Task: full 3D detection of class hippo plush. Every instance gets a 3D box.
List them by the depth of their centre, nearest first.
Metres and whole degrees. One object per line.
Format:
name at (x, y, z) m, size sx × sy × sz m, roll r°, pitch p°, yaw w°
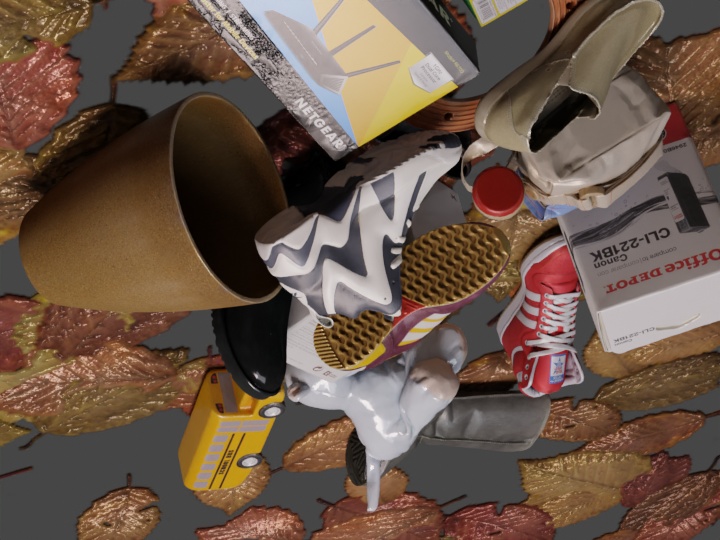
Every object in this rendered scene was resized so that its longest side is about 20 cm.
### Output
hippo plush at (0.002, 0.108, 1.941) m, size 0.161 × 0.159 × 0.200 m, roll 29°, pitch 116°, yaw -9°

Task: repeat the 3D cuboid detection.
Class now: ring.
ring at (0.103, -0.201, 1.566) m, size 0.200 × 0.019 × 0.201 m, roll -19°, pitch 141°, yaw -16°

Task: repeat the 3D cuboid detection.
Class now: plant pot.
plant pot at (-0.191, -0.037, 1.600) m, size 0.200 × 0.187 × 0.186 m, roll -17°, pitch 149°, yaw 27°

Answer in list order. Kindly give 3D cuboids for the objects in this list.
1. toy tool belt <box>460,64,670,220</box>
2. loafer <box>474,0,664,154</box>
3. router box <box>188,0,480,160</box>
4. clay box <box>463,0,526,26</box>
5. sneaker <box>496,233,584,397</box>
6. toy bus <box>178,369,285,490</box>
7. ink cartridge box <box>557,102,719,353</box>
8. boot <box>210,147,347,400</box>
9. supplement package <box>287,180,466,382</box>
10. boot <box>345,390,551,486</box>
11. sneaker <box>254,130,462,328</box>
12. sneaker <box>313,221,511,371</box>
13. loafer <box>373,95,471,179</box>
toy tool belt at (0.183, -0.101, 1.678) m, size 0.200 × 0.125 × 0.123 m, roll -35°, pitch 171°, yaw -8°
loafer at (0.192, -0.169, 1.585) m, size 0.200 × 0.068 × 0.076 m, roll -42°, pitch 146°, yaw 1°
router box at (-0.021, -0.200, 1.466) m, size 0.149 × 0.051 × 0.200 m, roll -31°, pitch 124°, yaw 21°
clay box at (0.157, -0.288, 1.446) m, size 0.200 × 0.048 × 0.115 m, roll -31°, pitch 145°, yaw 2°
sneaker at (0.203, 0.055, 1.931) m, size 0.071 × 0.113 × 0.200 m, roll -4°, pitch 145°, yaw -17°
toy bus at (-0.140, 0.163, 1.996) m, size 0.078 × 0.065 × 0.200 m, roll 0°, pitch 144°, yaw -19°
ink cartridge box at (0.267, -0.040, 1.736) m, size 0.144 × 0.200 × 0.084 m, roll -19°, pitch 147°, yaw 5°
boot at (-0.059, 0.000, 1.677) m, size 0.162 × 0.198 × 0.073 m, roll -28°, pitch 148°, yaw 30°
supplement package at (0.000, 0.000, 1.763) m, size 0.200 × 0.117 × 0.117 m, roll -34°, pitch 140°, yaw 25°
boot at (0.102, 0.193, 2.149) m, size 0.200 × 0.073 × 0.182 m, roll 1°, pitch 146°, yaw -34°
sneaker at (0.020, -0.026, 1.589) m, size 0.199 × 0.079 × 0.130 m, roll -36°, pitch 114°, yaw -16°
sneaker at (0.050, 0.023, 1.662) m, size 0.200 × 0.075 × 0.090 m, roll -31°, pitch 168°, yaw 9°
loafer at (0.034, -0.138, 1.622) m, size 0.072 × 0.063 × 0.200 m, roll -35°, pitch 142°, yaw 28°
